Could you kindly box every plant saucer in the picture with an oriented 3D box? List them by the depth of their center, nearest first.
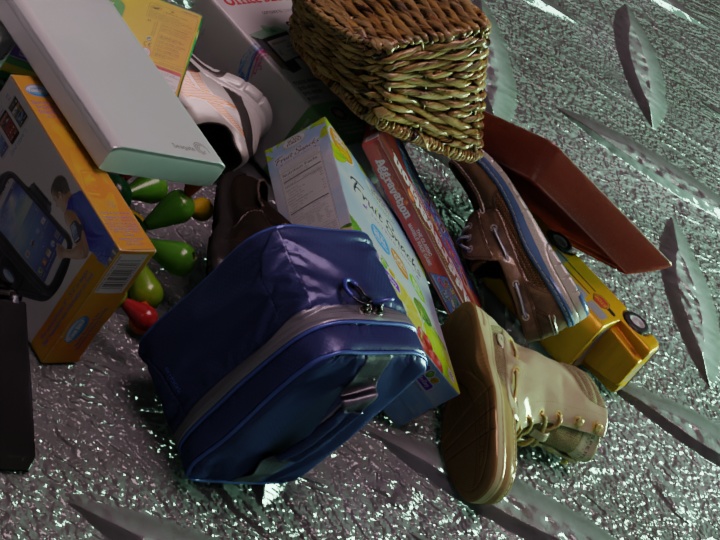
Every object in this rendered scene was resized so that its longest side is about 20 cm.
[{"bbox_3d":[0.174,-0.074,2.000,0.200,0.037,0.199,42,-6,-34],"label":"plant saucer"}]

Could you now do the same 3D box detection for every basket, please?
[{"bbox_3d":[0.014,-0.187,1.885,0.141,0.150,0.200,-14,40,-20],"label":"basket"}]

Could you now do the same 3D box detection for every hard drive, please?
[{"bbox_3d":[-0.196,-0.149,1.598,0.131,0.027,0.201,7,43,-55],"label":"hard drive"}]

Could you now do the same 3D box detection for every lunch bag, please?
[{"bbox_3d":[-0.048,0.066,1.519,0.135,0.200,0.133,3,54,-47],"label":"lunch bag"}]

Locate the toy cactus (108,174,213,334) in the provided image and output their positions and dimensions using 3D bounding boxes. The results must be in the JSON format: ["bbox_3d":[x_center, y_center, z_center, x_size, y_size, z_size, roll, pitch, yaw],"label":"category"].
[{"bbox_3d":[-0.199,-0.041,1.627,0.164,0.103,0.201,23,39,-8],"label":"toy cactus"}]

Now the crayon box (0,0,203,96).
[{"bbox_3d":[-0.237,-0.178,1.706,0.198,0.058,0.120,19,56,-8],"label":"crayon box"}]

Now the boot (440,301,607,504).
[{"bbox_3d":[0.141,0.133,1.786,0.155,0.073,0.201,29,33,-28],"label":"boot"}]

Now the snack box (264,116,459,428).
[{"bbox_3d":[0.000,0.000,1.747,0.169,0.067,0.201,52,15,-41],"label":"snack box"}]

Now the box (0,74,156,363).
[{"bbox_3d":[-0.235,-0.046,1.547,0.041,0.119,0.201,-2,48,-50],"label":"box"}]

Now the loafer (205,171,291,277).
[{"bbox_3d":[-0.082,-0.016,1.653,0.071,0.074,0.200,4,26,-2],"label":"loafer"}]

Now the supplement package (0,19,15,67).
[{"bbox_3d":[-0.362,-0.150,1.546,0.117,0.118,0.200,43,28,6],"label":"supplement package"}]

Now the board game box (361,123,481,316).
[{"bbox_3d":[0.056,-0.039,1.871,0.201,0.019,0.103,62,13,-16],"label":"board game box"}]

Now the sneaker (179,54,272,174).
[{"bbox_3d":[-0.169,-0.155,1.830,0.199,0.074,0.080,27,42,-11],"label":"sneaker"}]

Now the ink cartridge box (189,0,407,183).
[{"bbox_3d":[-0.065,-0.167,1.952,0.200,0.084,0.144,48,29,16],"label":"ink cartridge box"}]

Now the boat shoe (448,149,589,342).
[{"bbox_3d":[0.126,-0.026,1.925,0.201,0.072,0.072,58,-4,24],"label":"boat shoe"}]

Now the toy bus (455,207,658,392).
[{"bbox_3d":[0.184,0.025,1.993,0.200,0.065,0.078,48,30,16],"label":"toy bus"}]

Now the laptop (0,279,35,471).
[{"bbox_3d":[-0.324,0.043,1.430,0.176,0.104,0.199,9,15,-43],"label":"laptop"}]
